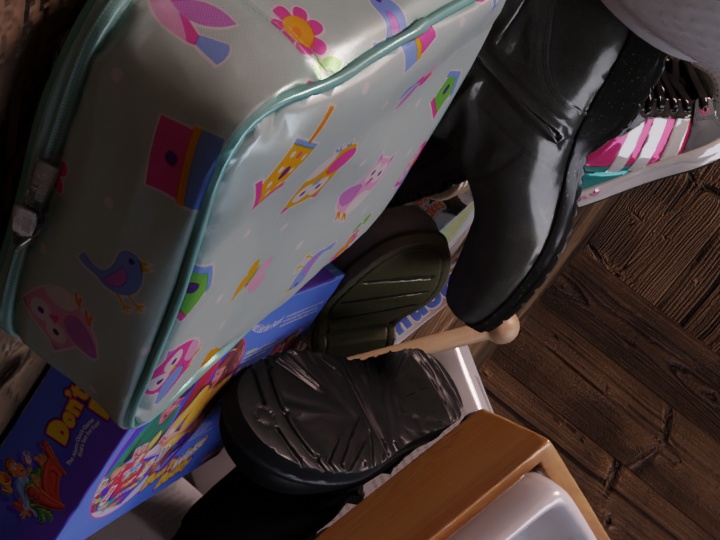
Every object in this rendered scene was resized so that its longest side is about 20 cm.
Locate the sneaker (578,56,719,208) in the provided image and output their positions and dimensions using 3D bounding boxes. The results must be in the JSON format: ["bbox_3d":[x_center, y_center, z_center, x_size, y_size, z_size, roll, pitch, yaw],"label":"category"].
[{"bbox_3d":[0.184,-0.124,0.859,0.199,0.084,0.121,-24,140,1],"label":"sneaker"}]

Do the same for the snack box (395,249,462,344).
[{"bbox_3d":[0.037,0.037,1.067,0.200,0.024,0.072,-38,-178,-6],"label":"snack box"}]

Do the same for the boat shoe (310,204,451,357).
[{"bbox_3d":[0.000,0.000,0.787,0.074,0.069,0.200,-5,160,-17],"label":"boat shoe"}]

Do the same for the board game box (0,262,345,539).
[{"bbox_3d":[-0.090,0.052,0.636,0.135,0.045,0.200,-55,170,15],"label":"board game box"}]

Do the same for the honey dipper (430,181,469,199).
[{"bbox_3d":[0.088,-0.085,0.928,0.038,0.038,0.200,-56,168,24],"label":"honey dipper"}]

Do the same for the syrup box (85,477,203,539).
[{"bbox_3d":[-0.085,0.215,0.793,0.079,0.200,0.081,-54,170,15],"label":"syrup box"}]

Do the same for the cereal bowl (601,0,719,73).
[{"bbox_3d":[0.156,-0.157,0.585,0.083,0.200,0.200,-47,176,41],"label":"cereal bowl"}]

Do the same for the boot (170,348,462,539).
[{"bbox_3d":[-0.046,0.113,0.721,0.162,0.074,0.198,-41,161,28],"label":"boot"}]

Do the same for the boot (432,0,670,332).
[{"bbox_3d":[0.052,-0.070,0.644,0.068,0.130,0.201,-101,-148,-57],"label":"boot"}]

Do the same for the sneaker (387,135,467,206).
[{"bbox_3d":[0.068,-0.107,0.718,0.200,0.091,0.076,-31,-174,11],"label":"sneaker"}]

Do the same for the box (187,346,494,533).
[{"bbox_3d":[-0.002,0.132,0.910,0.199,0.107,0.152,-23,172,6],"label":"box"}]

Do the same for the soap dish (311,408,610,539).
[{"bbox_3d":[0.065,0.177,0.759,0.157,0.081,0.200,-38,141,-3],"label":"soap dish"}]

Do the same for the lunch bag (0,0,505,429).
[{"bbox_3d":[-0.037,-0.044,0.445,0.200,0.077,0.161,-41,167,-48],"label":"lunch bag"}]

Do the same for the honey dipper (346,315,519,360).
[{"bbox_3d":[0.002,0.055,0.786,0.199,0.038,0.038,-15,163,-7],"label":"honey dipper"}]

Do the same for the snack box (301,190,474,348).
[{"bbox_3d":[0.041,-0.019,0.998,0.200,0.037,0.116,-42,168,-47],"label":"snack box"}]
